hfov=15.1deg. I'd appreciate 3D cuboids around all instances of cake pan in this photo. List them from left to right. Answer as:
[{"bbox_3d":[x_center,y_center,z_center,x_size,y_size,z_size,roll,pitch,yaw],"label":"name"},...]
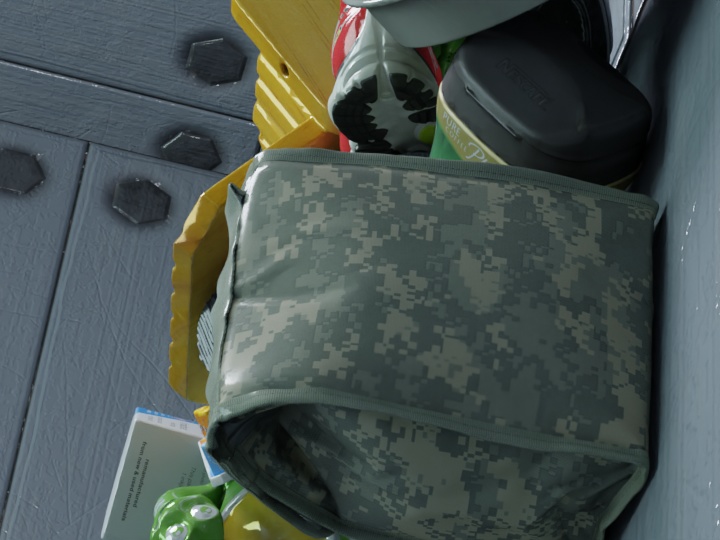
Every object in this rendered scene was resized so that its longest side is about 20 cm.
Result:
[{"bbox_3d":[0.085,-0.171,1.357,0.037,0.199,0.200,60,-174,-16],"label":"cake pan"}]

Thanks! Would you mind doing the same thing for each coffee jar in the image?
[{"bbox_3d":[0.074,-0.027,1.368,0.104,0.085,0.201,45,136,29],"label":"coffee jar"}]

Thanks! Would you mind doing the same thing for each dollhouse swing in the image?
[{"bbox_3d":[-0.077,-0.054,1.638,0.182,0.175,0.201,50,151,33],"label":"dollhouse swing"}]

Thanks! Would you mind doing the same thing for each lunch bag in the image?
[{"bbox_3d":[0.026,0.037,1.232,0.118,0.199,0.165,111,169,-48],"label":"lunch bag"}]

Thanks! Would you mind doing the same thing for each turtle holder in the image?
[{"bbox_3d":[-0.031,0.165,1.619,0.141,0.186,0.132,-40,28,-6],"label":"turtle holder"}]

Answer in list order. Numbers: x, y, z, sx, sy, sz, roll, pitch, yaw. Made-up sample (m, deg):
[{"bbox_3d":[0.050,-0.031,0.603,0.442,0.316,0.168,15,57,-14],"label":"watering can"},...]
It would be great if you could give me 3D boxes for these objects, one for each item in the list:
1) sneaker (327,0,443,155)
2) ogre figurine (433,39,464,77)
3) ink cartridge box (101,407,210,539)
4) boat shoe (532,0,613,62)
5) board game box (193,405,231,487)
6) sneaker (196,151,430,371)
[{"bbox_3d":[0.020,-0.101,1.496,0.200,0.076,0.085,84,180,-71],"label":"sneaker"},{"bbox_3d":[0.075,-0.115,1.607,0.120,0.098,0.201,-148,54,-61],"label":"ogre figurine"},{"bbox_3d":[-0.063,0.157,1.786,0.145,0.199,0.085,-174,101,-86],"label":"ink cartridge box"},{"bbox_3d":[0.094,-0.072,1.444,0.068,0.073,0.200,-101,22,-59],"label":"boat shoe"},{"bbox_3d":[-0.008,0.062,1.617,0.026,0.199,0.200,64,176,-5],"label":"board game box"},{"bbox_3d":[0.000,0.000,1.518,0.200,0.082,0.071,-33,60,32],"label":"sneaker"}]
